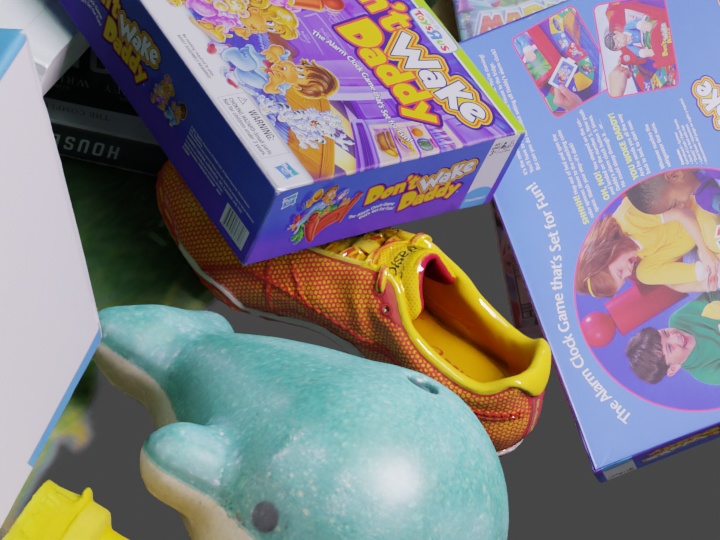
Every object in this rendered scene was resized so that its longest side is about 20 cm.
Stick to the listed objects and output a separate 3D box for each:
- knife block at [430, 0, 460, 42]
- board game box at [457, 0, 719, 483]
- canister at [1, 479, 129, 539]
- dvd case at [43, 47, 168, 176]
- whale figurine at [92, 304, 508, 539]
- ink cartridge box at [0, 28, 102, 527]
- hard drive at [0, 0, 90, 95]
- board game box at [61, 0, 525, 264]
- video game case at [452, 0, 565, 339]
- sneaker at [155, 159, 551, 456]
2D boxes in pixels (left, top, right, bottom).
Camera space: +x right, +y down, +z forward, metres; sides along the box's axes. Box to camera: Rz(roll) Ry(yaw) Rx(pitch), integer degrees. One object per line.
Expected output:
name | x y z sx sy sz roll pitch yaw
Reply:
knife block | 0.106 -0.121 1.282 0.200 0.064 0.176 38 57 13
board game box | 0.131 -0.026 1.146 0.134 0.045 0.201 -21 77 5
canister | -0.063 0.185 0.931 0.199 0.087 0.149 30 44 2
dvd case | -0.152 -0.135 1.229 0.149 0.025 0.201 11 45 -14
whale figurine | -0.023 0.064 1.037 0.159 0.104 0.200 9 28 -50
ink cartridge box | -0.220 0.007 0.930 0.198 0.147 0.147 5 41 18
hard drive | -0.208 -0.150 1.162 0.199 0.026 0.132 27 29 1
board game box | -0.041 -0.103 1.120 0.134 0.045 0.200 -15 57 -37
video game case | 0.122 -0.077 1.190 0.142 0.018 0.202 -11 78 7
sneaker | 0.000 0.000 1.136 0.199 0.077 0.073 32 46 9
